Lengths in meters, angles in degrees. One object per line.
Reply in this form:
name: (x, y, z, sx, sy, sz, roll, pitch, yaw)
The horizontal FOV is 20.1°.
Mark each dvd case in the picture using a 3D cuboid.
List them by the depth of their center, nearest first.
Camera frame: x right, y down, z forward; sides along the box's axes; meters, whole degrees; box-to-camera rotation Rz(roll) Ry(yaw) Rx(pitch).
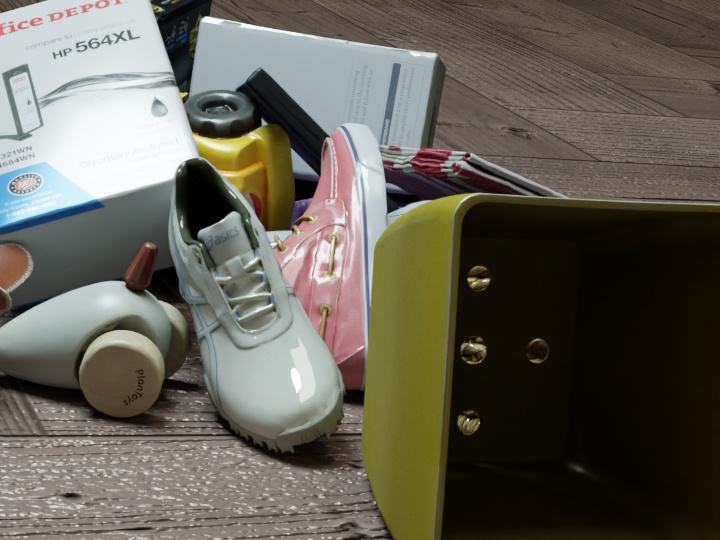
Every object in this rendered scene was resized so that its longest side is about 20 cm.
dvd case: (-0.034, -0.091, 1.505, 0.143, 0.018, 0.200, 45, -2, -7)

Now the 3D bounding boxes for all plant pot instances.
plant pot: (0.097, 0.055, 1.096, 0.199, 0.201, 0.176, 1, 6, -24)

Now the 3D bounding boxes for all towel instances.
towel: (0.086, -0.060, 1.557, 0.144, 0.023, 0.200, 22, -5, -26)

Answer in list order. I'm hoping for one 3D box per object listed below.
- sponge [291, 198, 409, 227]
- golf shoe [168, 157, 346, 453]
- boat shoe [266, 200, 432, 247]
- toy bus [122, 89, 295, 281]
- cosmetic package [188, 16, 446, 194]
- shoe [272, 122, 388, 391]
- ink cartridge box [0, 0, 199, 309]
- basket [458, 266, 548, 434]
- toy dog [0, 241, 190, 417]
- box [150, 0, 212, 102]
sponge: (-0.013, -0.027, 1.600, 0.111, 0.030, 0.200, 17, 17, 26)
golf shoe: (-0.073, 0.017, 1.201, 0.078, 0.097, 0.200, -25, 50, -8)
boat shoe: (0.000, 0.000, 1.395, 0.199, 0.072, 0.066, -3, 26, 8)
toy bus: (-0.173, -0.052, 1.450, 0.199, 0.136, 0.192, 19, 32, 26)
cosmetic package: (-0.036, -0.138, 1.753, 0.199, 0.123, 0.199, 11, 3, 4)
shoe: (-0.031, -0.013, 1.319, 0.091, 0.072, 0.201, 1, 57, -10)
ink cartridge box: (-0.188, -0.088, 1.354, 0.145, 0.084, 0.200, -16, 51, -6)
basket: (0.121, 0.054, 1.320, 0.199, 0.150, 0.143, -1, -16, -30)
toy dog: (-0.193, 0.021, 1.211, 0.199, 0.097, 0.132, 3, 16, -19)
box: (-0.180, -0.155, 1.726, 0.046, 0.160, 0.200, 13, 15, 6)
